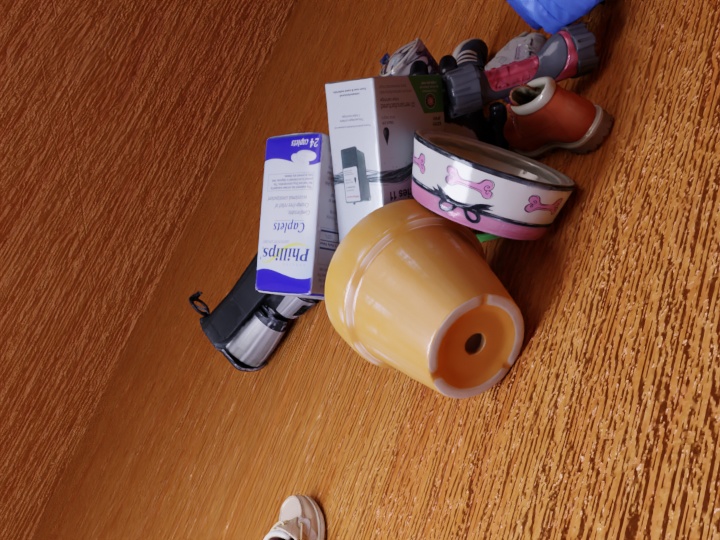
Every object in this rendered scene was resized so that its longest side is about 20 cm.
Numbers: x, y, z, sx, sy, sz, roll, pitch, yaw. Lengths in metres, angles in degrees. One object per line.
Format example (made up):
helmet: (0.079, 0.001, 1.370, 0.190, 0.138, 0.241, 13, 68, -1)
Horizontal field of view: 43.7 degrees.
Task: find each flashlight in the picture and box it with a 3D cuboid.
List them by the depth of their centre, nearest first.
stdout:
flashlight: (0.203, -0.259, 1.150, 0.197, 0.069, 0.068, -17, -5, -8)

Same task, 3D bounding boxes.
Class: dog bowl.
dog bowl: (0.147, -0.100, 1.058, 0.200, 0.197, 0.075, -119, 43, -67)

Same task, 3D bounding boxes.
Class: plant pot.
plant pot: (0.084, 0.045, 1.022, 0.202, 0.199, 0.183, -56, 36, 7)

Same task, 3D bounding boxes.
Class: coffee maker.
coffee maker: (-0.196, 0.053, 1.643, 0.201, 0.191, 0.135, -50, 6, 19)

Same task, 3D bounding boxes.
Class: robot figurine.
robot figurine: (0.114, -0.189, 1.246, 0.149, 0.203, 0.124, 16, 37, 42)

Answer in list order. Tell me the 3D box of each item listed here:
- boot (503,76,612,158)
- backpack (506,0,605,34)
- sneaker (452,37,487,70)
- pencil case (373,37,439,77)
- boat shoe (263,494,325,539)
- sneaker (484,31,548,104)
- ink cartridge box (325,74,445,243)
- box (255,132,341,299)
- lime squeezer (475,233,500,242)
boot: (0.220, -0.199, 1.133, 0.076, 0.106, 0.200, -64, 18, -6)
backpack: (0.264, -0.404, 1.193, 0.168, 0.162, 0.201, -43, 8, 45)
sneaker: (0.182, -0.312, 1.434, 0.083, 0.076, 0.201, 4, 39, 30)
pencil case: (0.106, -0.241, 1.335, 0.089, 0.200, 0.078, -33, 25, 17)
boat shoe: (-0.089, 0.353, 1.147, 0.074, 0.069, 0.201, -53, 21, 16)
sneaker: (0.227, -0.290, 1.272, 0.100, 0.074, 0.201, -49, 18, 21)
ink cartridge box: (0.038, -0.139, 1.130, 0.082, 0.146, 0.203, 3, 103, 41)
box: (-0.038, -0.062, 1.190, 0.104, 0.183, 0.203, 1, 85, 38)
lime squeezer: (0.144, -0.052, 1.225, 0.070, 0.038, 0.200, -28, 20, -4)
